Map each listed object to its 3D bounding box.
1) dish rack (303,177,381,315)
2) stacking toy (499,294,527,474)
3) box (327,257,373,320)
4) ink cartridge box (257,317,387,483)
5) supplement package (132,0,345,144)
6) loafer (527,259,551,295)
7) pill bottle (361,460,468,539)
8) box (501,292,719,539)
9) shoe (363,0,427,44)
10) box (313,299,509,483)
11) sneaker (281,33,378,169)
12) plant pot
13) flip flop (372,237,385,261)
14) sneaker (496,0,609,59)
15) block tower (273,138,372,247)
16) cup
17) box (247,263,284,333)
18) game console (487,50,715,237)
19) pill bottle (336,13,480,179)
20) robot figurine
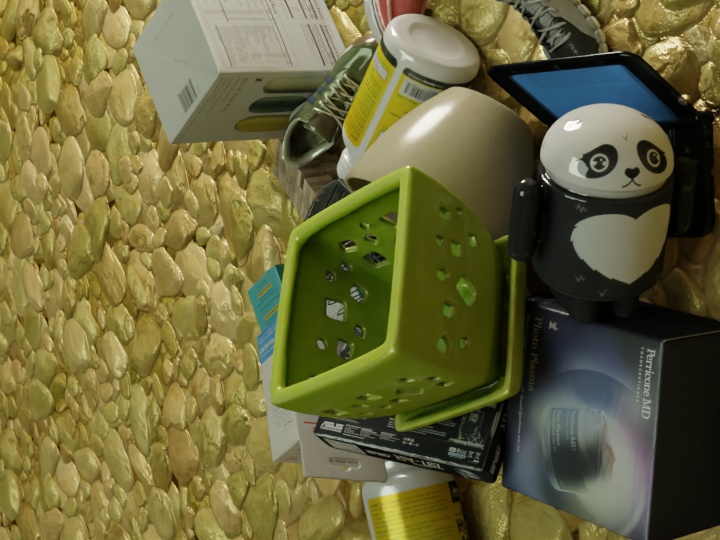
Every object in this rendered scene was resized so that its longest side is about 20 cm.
[{"bbox_3d":[0.000,0.000,1.667,0.200,0.055,0.153,47,136,18],"label":"dish rack"},{"bbox_3d":[0.142,0.114,1.578,0.146,0.146,0.200,12,89,52],"label":"stacking toy"},{"bbox_3d":[0.011,0.072,1.774,0.082,0.049,0.200,-53,54,42],"label":"box"},{"bbox_3d":[-0.044,0.157,1.675,0.068,0.115,0.200,-43,48,46],"label":"ink cartridge box"},{"bbox_3d":[-0.146,-0.262,1.821,0.152,0.200,0.151,-45,60,46],"label":"supplement package"},{"bbox_3d":[0.187,-0.041,1.467,0.071,0.073,0.200,41,146,29],"label":"loafer"},{"bbox_3d":[0.063,0.287,1.696,0.111,0.111,0.200,-24,76,52],"label":"pill bottle"},{"bbox_3d":[0.249,0.134,1.422,0.198,0.123,0.200,15,107,50],"label":"box"},{"bbox_3d":[0.058,-0.346,1.647,0.091,0.071,0.200,4,94,58],"label":"shoe"},{"bbox_3d":[0.067,0.122,1.529,0.200,0.044,0.160,8,68,29],"label":"box"},{"bbox_3d":[-0.030,-0.192,1.751,0.200,0.067,0.090,-41,21,41],"label":"sneaker"},{"bbox_3d":[0.047,0.043,1.419,0.199,0.181,0.200,-27,50,47],"label":"plant pot"},{"bbox_3d":[0.062,-0.021,1.709,0.200,0.057,0.081,-134,42,-59],"label":"flip flop"},{"bbox_3d":[0.169,-0.261,1.476,0.075,0.115,0.200,-41,63,48],"label":"sneaker"},{"bbox_3d":[-0.049,-0.095,1.805,0.200,0.058,0.054,-123,34,-46],"label":"block tower"},{"bbox_3d":[0.104,-0.107,1.545,0.200,0.200,0.143,22,80,50],"label":"cup"},{"bbox_3d":[-0.081,0.097,1.912,0.082,0.049,0.200,-42,62,47],"label":"box"},{"bbox_3d":[0.229,-0.117,1.417,0.200,0.116,0.176,4,98,53],"label":"game console"},{"bbox_3d":[0.047,-0.178,1.652,0.112,0.112,0.200,55,134,33],"label":"pill bottle"},{"bbox_3d":[0.219,-0.051,1.326,0.125,0.150,0.200,18,125,27],"label":"robot figurine"}]
